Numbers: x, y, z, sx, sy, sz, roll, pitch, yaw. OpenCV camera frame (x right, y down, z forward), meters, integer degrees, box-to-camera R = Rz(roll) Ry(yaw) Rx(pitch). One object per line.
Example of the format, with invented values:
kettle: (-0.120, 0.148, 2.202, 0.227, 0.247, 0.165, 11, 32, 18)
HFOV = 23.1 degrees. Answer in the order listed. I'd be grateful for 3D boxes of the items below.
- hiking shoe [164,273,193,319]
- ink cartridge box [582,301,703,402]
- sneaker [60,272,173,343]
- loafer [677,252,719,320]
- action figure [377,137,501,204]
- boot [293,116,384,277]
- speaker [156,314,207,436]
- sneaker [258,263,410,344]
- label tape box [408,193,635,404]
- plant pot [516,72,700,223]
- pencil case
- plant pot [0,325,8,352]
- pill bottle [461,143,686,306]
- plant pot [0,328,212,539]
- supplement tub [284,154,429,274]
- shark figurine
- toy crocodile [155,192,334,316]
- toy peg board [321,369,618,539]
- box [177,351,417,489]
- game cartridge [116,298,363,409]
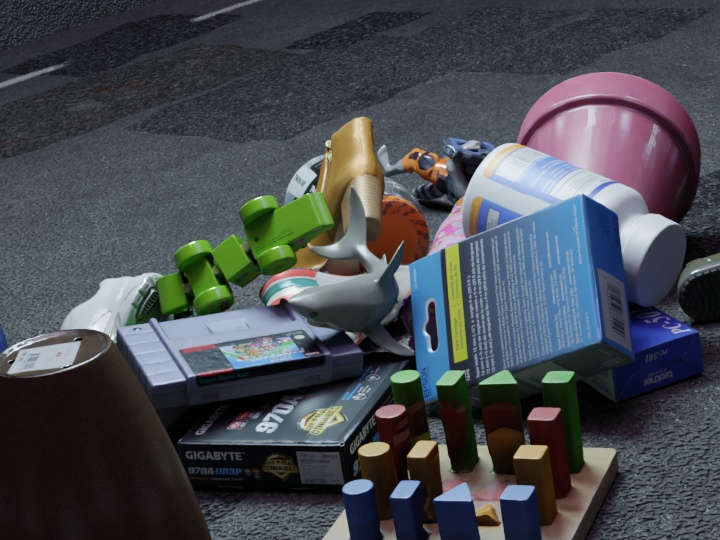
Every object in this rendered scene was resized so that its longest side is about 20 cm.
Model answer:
hiking shoe: (-0.241, 0.056, 1.848, 0.086, 0.075, 0.200, -2, 20, 20)
ink cartridge box: (0.227, 0.059, 1.650, 0.093, 0.045, 0.200, -16, 21, -16)
sneaker: (-0.262, 0.087, 1.715, 0.099, 0.078, 0.201, 4, 48, 37)
loafer: (0.399, -0.007, 1.709, 0.198, 0.076, 0.070, -10, 23, 1)
action figure: (0.142, -0.109, 2.155, 0.199, 0.106, 0.193, 8, 13, -38)
boot: (-0.030, -0.053, 1.849, 0.070, 0.202, 0.145, 16, 46, -23)
speaker: (-0.188, 0.112, 1.647, 0.088, 0.089, 0.200, 1, 22, 28)
sneaker: (-0.001, 0.049, 1.787, 0.198, 0.071, 0.094, 0, 51, -19)
label tape box: (0.142, 0.035, 1.585, 0.199, 0.145, 0.066, -23, -31, 36)
plant pot: (0.251, -0.077, 1.838, 0.198, 0.201, 0.180, -4, 35, 16)
pencil case: (0.102, 0.003, 1.768, 0.087, 0.088, 0.201, -1, 34, 23)
plant pot: (-0.481, 0.061, 1.792, 0.198, 0.182, 0.200, -9, 18, 3)
pill bottle: (0.203, -0.038, 1.669, 0.199, 0.113, 0.112, 26, 37, 34)
plant pot: (-0.218, 0.155, 1.358, 0.185, 0.202, 0.187, -9, 19, 3)
supplement tub: (-0.003, -0.054, 1.971, 0.121, 0.124, 0.200, -15, 19, -16)
shark figurine: (0.014, -0.001, 1.654, 0.127, 0.090, 0.215, 25, 23, -3)
toy crocodile: (-0.112, -0.012, 1.677, 0.199, 0.068, 0.062, -32, -20, 14)
toy peg board: (0.078, 0.153, 1.375, 0.198, 0.099, 0.199, -2, 20, 23)
box: (-0.050, 0.131, 1.580, 0.157, 0.046, 0.200, -1, 21, 22)
game cartridge: (-0.109, 0.072, 1.598, 0.198, 0.039, 0.130, -8, 21, -21)
